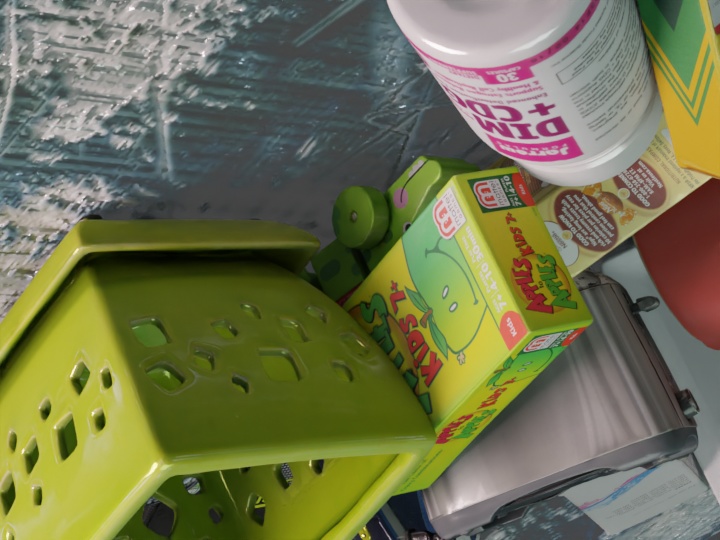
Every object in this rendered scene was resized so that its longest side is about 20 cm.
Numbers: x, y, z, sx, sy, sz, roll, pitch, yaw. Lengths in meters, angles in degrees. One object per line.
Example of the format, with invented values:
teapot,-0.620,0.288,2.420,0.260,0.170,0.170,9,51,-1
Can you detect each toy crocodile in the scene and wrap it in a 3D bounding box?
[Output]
toy crocodile,0.000,0.000,1.582,0.067,0.062,0.200,7,139,-48

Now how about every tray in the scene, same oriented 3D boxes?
tray,0.239,0.066,1.746,0.022,0.200,0.107,-26,179,-37

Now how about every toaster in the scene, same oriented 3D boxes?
toaster,0.099,0.081,1.600,0.200,0.129,0.114,-23,170,14

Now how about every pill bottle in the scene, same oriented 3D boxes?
pill bottle,0.093,-0.123,1.376,0.113,0.113,0.200,-29,154,8

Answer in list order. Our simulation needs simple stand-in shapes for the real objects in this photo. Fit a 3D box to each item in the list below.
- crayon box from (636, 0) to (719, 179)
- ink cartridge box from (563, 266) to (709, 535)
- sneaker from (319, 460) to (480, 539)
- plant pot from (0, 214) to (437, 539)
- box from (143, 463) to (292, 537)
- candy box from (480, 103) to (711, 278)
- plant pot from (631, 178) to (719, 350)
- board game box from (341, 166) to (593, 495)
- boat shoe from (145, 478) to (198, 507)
crayon box,0.208,-0.136,1.377,0.127,0.051,0.200,-39,129,-28
ink cartridge box,0.150,0.079,1.761,0.086,0.148,0.200,-26,154,9
sneaker,0.012,0.113,1.684,0.082,0.200,0.074,-27,-172,-34
plant pot,-0.108,0.081,1.504,0.199,0.182,0.200,-1,146,-39
box,-0.062,0.130,1.788,0.200,0.048,0.193,-9,147,-29
candy box,0.154,-0.070,1.525,0.200,0.055,0.115,-36,-163,22
plant pot,0.267,-0.049,1.600,0.177,0.201,0.200,-26,156,26
board game box,0.045,0.039,1.495,0.048,0.102,0.200,-10,154,-35
boat shoe,-0.168,0.148,1.595,0.200,0.093,0.075,-12,131,-25
